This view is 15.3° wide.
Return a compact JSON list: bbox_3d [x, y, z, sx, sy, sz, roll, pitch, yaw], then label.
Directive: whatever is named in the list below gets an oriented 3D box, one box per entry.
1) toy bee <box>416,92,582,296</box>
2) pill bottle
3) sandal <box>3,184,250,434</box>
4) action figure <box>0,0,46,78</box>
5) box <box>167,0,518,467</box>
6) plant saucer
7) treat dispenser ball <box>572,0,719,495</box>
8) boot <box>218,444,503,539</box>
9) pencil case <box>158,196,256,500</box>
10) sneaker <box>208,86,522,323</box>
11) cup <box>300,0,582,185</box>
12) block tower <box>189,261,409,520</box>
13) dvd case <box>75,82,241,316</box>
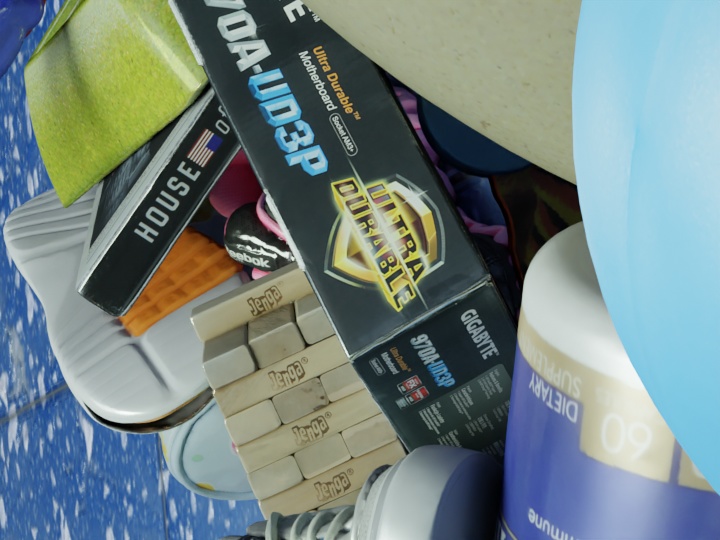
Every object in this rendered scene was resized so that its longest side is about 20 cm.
[{"bbox_3d":[0.063,-0.070,0.806,0.201,0.108,0.131,62,-178,-21],"label":"toy bee"},{"bbox_3d":[0.091,0.094,0.716,0.116,0.115,0.201,-136,46,-60],"label":"pill bottle"},{"bbox_3d":[-0.086,0.019,1.063,0.059,0.079,0.207,67,172,-28],"label":"sandal"},{"bbox_3d":[-0.135,-0.091,0.989,0.201,0.052,0.065,-59,9,-22],"label":"action figure"},{"bbox_3d":[0.007,-0.011,0.806,0.160,0.046,0.200,63,-177,28],"label":"box"},{"bbox_3d":[-0.062,-0.137,1.033,0.200,0.048,0.200,-62,13,-19],"label":"plant saucer"},{"bbox_3d":[0.136,-0.028,0.463,0.201,0.200,0.202,177,90,-69],"label":"treat dispenser ball"},{"bbox_3d":[-0.003,0.099,0.781,0.200,0.095,0.074,71,-146,-62],"label":"boot"},{"bbox_3d":[-0.065,0.002,1.151,0.091,0.083,0.201,50,-165,-50],"label":"pencil case"},{"bbox_3d":[0.000,0.000,0.971,0.200,0.095,0.079,-126,42,-54],"label":"sneaker"},{"bbox_3d":[0.073,-0.101,0.676,0.144,0.200,0.200,56,154,4],"label":"cup"},{"bbox_3d":[0.005,0.097,0.904,0.058,0.054,0.201,-104,-9,-81],"label":"block tower"},{"bbox_3d":[-0.053,-0.078,1.021,0.151,0.025,0.200,-54,13,15],"label":"dvd case"}]
